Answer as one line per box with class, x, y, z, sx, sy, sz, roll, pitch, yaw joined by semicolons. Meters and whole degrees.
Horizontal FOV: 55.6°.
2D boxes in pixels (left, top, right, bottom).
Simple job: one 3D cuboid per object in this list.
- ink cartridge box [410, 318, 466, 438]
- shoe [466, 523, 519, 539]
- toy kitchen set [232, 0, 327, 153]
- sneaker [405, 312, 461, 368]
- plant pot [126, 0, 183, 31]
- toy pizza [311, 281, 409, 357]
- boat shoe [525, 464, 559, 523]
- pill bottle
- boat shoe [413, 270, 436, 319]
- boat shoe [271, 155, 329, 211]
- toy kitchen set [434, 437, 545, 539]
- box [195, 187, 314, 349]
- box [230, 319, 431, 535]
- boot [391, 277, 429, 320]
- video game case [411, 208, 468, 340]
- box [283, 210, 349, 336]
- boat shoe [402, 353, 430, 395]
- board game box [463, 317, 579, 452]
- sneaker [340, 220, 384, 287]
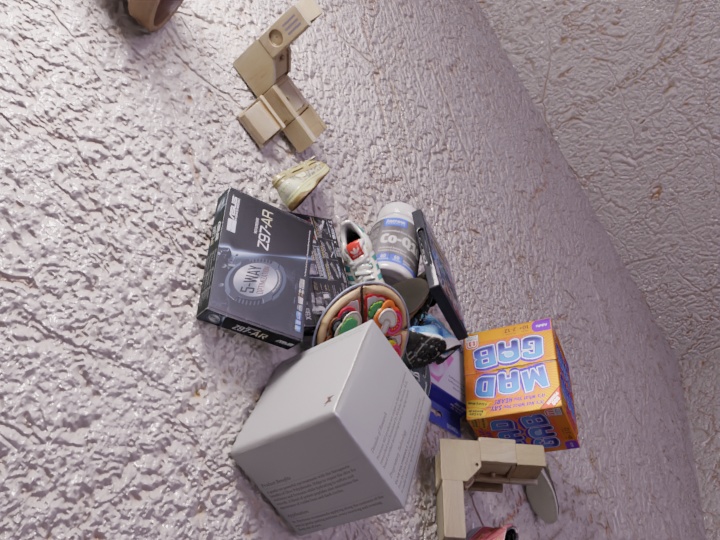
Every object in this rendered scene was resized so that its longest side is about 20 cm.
ink cartridge box;0.166;0.218;1.417;0.195;0.043;0.205;36;41;-41
shoe;0.226;0.528;1.256;0.198;0.090;0.073;-16;82;-58
toy kitchen set;-0.117;-0.329;1.210;0.201;0.178;0.164;51;35;-15
sneaker;0.119;0.126;1.288;0.091;0.078;0.199;53;13;22
plant pot;-0.330;-0.494;1.012;0.173;0.200;0.203;34;41;-15
toy pizza;0.007;0.119;1.132;0.196;0.032;0.206;-12;113;-30
boat shoe;0.414;0.481;1.590;0.060;0.071;0.206;-12;76;-52
pill bottle;0.065;-0.036;1.359;0.114;0.112;0.203;46;37;-28
boat shoe;0.134;0.049;1.422;0.067;0.074;0.199;52;19;-4
boat shoe;-0.104;-0.167;1.210;0.063;0.073;0.201;43;18;-8
toy kitchen set;0.236;0.437;1.274;0.165;0.193;0.184;95;-1;-51
box;-0.152;-0.003;1.023;0.157;0.043;0.205;23;56;-30
box;-0.035;0.221;0.960;0.173;0.196;0.201;53;32;-18
boot;0.054;0.095;1.237;0.200;0.073;0.076;-44;142;-20
video game case;0.155;0.010;1.331;0.201;0.025;0.184;56;20;-49
box;-0.086;0.007;1.163;0.156;0.049;0.206;4;67;-55
boat shoe;0.099;0.216;1.270;0.063;0.070;0.204;99;0;-52
board game box;0.345;0.258;1.469;0.201;0.195;0.204;54;31;-45
sneaker;0.000;-0.001;1.207;0.094;0.069;0.204;57;14;-54
